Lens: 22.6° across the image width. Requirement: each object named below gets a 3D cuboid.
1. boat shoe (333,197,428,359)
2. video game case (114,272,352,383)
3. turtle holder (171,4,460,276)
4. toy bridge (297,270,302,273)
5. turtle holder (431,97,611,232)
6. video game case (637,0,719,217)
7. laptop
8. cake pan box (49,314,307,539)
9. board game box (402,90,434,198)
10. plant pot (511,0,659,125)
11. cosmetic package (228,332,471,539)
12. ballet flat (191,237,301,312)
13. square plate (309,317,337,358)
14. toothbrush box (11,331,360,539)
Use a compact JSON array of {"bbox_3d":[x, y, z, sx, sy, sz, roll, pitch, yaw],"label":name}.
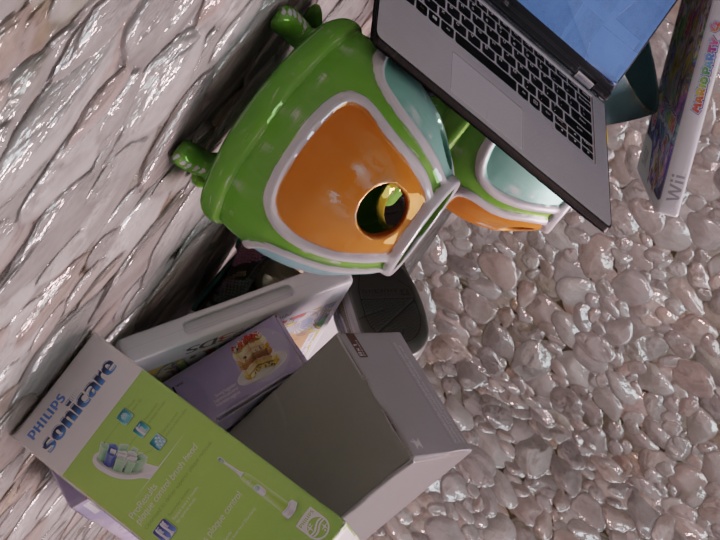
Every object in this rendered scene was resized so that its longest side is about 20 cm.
[{"bbox_3d":[0.002,0.001,1.346,0.065,0.074,0.203,113,-31,-45],"label":"boat shoe"},{"bbox_3d":[-0.110,0.075,1.309,0.181,0.023,0.200,-20,160,-28],"label":"video game case"},{"bbox_3d":[-0.017,-0.057,1.023,0.141,0.131,0.186,-53,176,-18],"label":"turtle holder"},{"bbox_3d":[-0.030,-0.063,1.447,0.200,0.027,0.068,-62,164,-55],"label":"toy bridge"},{"bbox_3d":[0.127,-0.113,1.371,0.186,0.132,0.141,-48,175,-27],"label":"turtle holder"},{"bbox_3d":[0.221,-0.148,1.196,0.143,0.018,0.202,-78,180,-75],"label":"video game case"},{"bbox_3d":[0.115,-0.165,1.039,0.116,0.187,0.201,-39,-152,31],"label":"laptop"},{"bbox_3d":[-0.118,0.125,1.310,0.199,0.052,0.184,-32,159,-1],"label":"cake pan box"},{"bbox_3d":[0.064,-0.140,1.548,0.201,0.061,0.200,-59,-172,21],"label":"board game box"},{"bbox_3d":[0.105,-0.180,1.222,0.134,0.201,0.200,-18,-172,18],"label":"plant pot"},{"bbox_3d":[-0.033,0.140,1.244,0.200,0.107,0.090,-40,159,24],"label":"cosmetic package"},{"bbox_3d":[-0.068,-0.005,1.326,0.069,0.071,0.200,-53,177,-42],"label":"ballet flat"},{"bbox_3d":[-0.054,0.086,1.506,0.199,0.028,0.199,-33,156,-17],"label":"square plate"},{"bbox_3d":[-0.101,0.143,1.129,0.086,0.199,0.146,-51,166,-9],"label":"toothbrush box"}]
